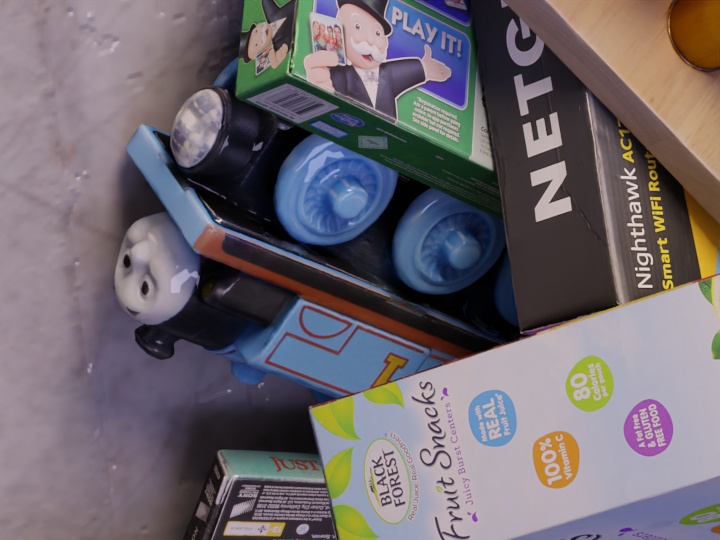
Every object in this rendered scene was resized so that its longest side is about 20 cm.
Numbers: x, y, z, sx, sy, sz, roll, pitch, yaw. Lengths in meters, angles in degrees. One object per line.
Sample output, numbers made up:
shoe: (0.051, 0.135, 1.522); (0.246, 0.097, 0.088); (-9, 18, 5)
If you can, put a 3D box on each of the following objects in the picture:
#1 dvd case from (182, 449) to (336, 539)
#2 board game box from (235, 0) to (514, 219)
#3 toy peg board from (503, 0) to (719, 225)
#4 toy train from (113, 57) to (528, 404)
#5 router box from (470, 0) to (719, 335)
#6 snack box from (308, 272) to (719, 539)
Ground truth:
dvd case: (-0.021, 0.156, 1.111); (0.146, 0.022, 0.200); (4, 121, -30)
board game box: (0.045, -0.089, 0.979); (0.200, 0.029, 0.135); (23, 61, -39)
toy peg board: (0.144, -0.141, 0.911); (0.199, 0.098, 0.200); (45, 62, -12)
toy train: (0.000, 0.000, 1.019); (0.200, 0.087, 0.114); (21, 109, -39)
router box: (0.107, -0.077, 0.978); (0.149, 0.051, 0.200); (1, 77, -43)
snack box: (0.111, 0.054, 0.938); (0.200, 0.068, 0.169); (-18, 164, 23)
